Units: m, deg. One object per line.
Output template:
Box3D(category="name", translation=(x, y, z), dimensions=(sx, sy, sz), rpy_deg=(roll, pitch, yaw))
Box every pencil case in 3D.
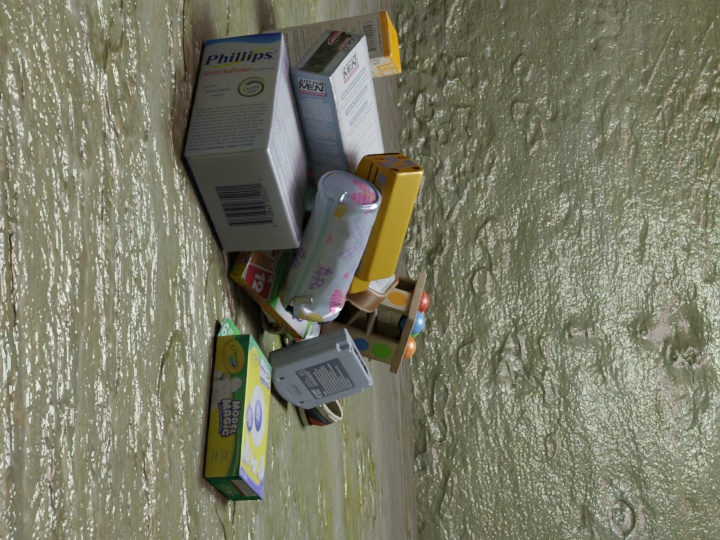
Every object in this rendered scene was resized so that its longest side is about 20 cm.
Box3D(category="pencil case", translation=(-0.042, -0.029, 1.285), dimensions=(0.090, 0.083, 0.201), rpy_deg=(-11, 135, -43))

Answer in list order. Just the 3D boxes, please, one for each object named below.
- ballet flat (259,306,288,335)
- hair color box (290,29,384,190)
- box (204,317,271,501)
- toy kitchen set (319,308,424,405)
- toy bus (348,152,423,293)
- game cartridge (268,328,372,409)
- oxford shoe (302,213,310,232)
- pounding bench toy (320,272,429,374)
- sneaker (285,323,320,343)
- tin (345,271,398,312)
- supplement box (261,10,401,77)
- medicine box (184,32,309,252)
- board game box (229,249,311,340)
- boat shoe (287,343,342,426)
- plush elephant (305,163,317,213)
Box3D(category="ballet flat", translation=(-0.121, -0.004, 1.410), dimensions=(0.069, 0.069, 0.202), rpy_deg=(-52, 139, -77))
Box3D(category="hair color box", translation=(-0.026, -0.200, 1.314), dimensions=(0.099, 0.060, 0.201), rpy_deg=(-56, 150, -37))
Box3D(category="box", translation=(-0.145, 0.167, 1.220), dimensions=(0.118, 0.048, 0.201), rpy_deg=(71, 16, -63))
Box3D(category="toy kitchen set", translation=(0.020, 0.148, 1.806), dimensions=(0.163, 0.198, 0.182), rpy_deg=(-49, 135, -83))
Box3D(category="toy bus", translation=(0.017, -0.057, 1.331), dimensions=(0.065, 0.078, 0.201), rpy_deg=(-10, 126, -40))
Box3D(category="game cartridge", translation=(-0.062, 0.149, 1.479), dimensions=(0.200, 0.132, 0.042), rpy_deg=(66, 10, -63))
Box3D(category="oxford shoe", translation=(-0.059, -0.059, 1.548), dimensions=(0.071, 0.071, 0.200), rpy_deg=(51, -6, -13))
Box3D(category="pounding bench toy", translation=(0.019, 0.098, 1.655), dimensions=(0.125, 0.155, 0.201), rpy_deg=(-71, 177, -51))
Box3D(category="sneaker", translation=(-0.068, 0.011, 1.581), dimensions=(0.116, 0.074, 0.201), rpy_deg=(112, -13, -47))
Box3D(category="tin", translation=(0.000, 0.000, 1.504), dimensions=(0.112, 0.042, 0.200), rpy_deg=(42, 16, 2))
Box3D(category="supplement box", translation=(-0.043, -0.341, 1.575), dimensions=(0.126, 0.198, 0.074), rpy_deg=(7, 77, -80))
Box3D(category="medicine box", translation=(-0.132, -0.156, 1.238), dimensions=(0.183, 0.102, 0.201), rpy_deg=(76, 13, -52))
Box3D(category="board game box", translation=(-0.103, 0.015, 1.366), dimensions=(0.096, 0.030, 0.200), rpy_deg=(-67, 148, -20))
Box3D(category="boat shoe", translation=(-0.076, 0.185, 1.616), dimensions=(0.201, 0.062, 0.071), rpy_deg=(76, 16, -46))
Box3D(category="plush elephant", translation=(-0.072, -0.159, 1.482), dimensions=(0.200, 0.164, 0.156), rpy_deg=(-48, 127, -37))
